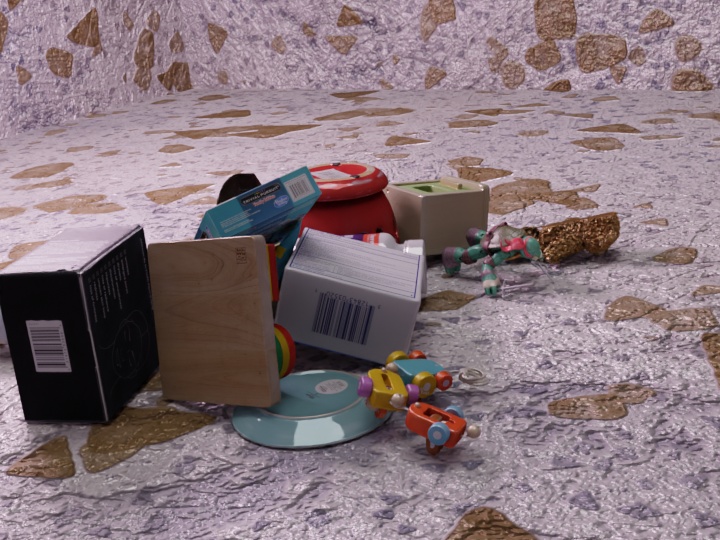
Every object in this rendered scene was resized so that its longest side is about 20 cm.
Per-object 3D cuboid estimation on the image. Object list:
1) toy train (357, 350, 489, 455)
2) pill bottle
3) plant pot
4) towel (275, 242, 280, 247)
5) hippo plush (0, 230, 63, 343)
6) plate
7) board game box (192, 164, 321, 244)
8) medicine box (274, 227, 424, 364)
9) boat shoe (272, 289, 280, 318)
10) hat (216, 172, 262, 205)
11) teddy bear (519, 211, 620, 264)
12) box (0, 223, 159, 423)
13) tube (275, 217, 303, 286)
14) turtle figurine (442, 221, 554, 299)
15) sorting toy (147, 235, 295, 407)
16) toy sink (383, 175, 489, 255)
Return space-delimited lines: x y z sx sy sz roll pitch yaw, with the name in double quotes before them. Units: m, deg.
"toy train" 0.074 0.156 1.195 0.149 0.056 0.200 19 18 13
"pill bottle" 0.000 0.000 1.582 0.199 0.112 0.112 -3 18 6
"plant pot" -0.033 -0.078 1.725 0.199 0.184 0.201 -3 17 1
"towel" -0.181 -0.015 1.568 0.148 0.037 0.200 -20 20 -6
"hippo plush" -0.493 0.030 1.553 0.160 0.160 0.200 -10 19 -18
"plate" -0.058 0.158 1.258 0.199 0.026 0.200 -6 18 2
"board game box" -0.150 -0.062 1.418 0.150 0.047 0.200 -27 -6 -22
"medicine box" -0.012 0.032 1.429 0.181 0.104 0.200 14 18 1
"boat shoe" -0.206 0.034 1.612 0.199 0.065 0.071 2 19 19
"hat" -0.169 -0.070 1.736 0.080 0.202 0.201 6 21 19
"teddy bear" 0.336 -0.049 1.739 0.199 0.067 0.145 -11 9 2
"box" -0.354 0.064 1.342 0.123 0.201 0.197 -1 18 14
"tube" -0.131 0.021 1.432 0.050 0.201 0.077 31 -18 -9
"turtle figurine" 0.227 -0.026 1.637 0.149 0.101 0.199 -18 16 -34
"sorting toy" -0.165 0.059 1.281 0.199 0.200 0.069 -2 5 41
"toy sink" 0.149 -0.101 1.811 0.199 0.113 0.130 -6 17 -30
